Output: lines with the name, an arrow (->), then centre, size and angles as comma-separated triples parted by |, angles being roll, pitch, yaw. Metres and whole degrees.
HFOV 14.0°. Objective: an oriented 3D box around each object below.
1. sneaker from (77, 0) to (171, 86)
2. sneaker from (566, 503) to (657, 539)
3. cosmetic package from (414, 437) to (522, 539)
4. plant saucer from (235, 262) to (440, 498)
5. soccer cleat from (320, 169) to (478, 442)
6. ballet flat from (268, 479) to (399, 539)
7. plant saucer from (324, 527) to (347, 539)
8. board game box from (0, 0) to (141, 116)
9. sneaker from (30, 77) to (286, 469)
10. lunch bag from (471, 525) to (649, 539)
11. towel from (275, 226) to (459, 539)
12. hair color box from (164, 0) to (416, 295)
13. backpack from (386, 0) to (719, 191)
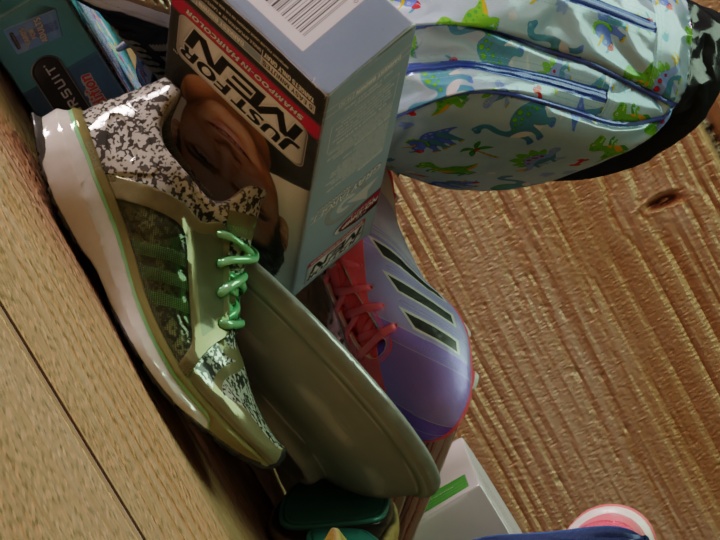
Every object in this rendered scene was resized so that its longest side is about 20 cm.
sneaker -> -0.105, -0.123, 1.486 | 0.200, 0.108, 0.070 | 1, 56, -52
sneaker -> 0.108, 0.226, 1.727 | 0.073, 0.201, 0.087 | 27, -1, 7
cosmetic package -> 0.044, 0.173, 1.760 | 0.085, 0.107, 0.200 | 58, 0, -5
plant saucer -> -0.045, 0.054, 1.478 | 0.200, 0.050, 0.200 | 43, -10, 9
soccer cleat -> 0.000, 0.000, 1.495 | 0.076, 0.067, 0.201 | 26, 36, -46
ballet flat -> -0.013, 0.151, 1.476 | 0.200, 0.068, 0.063 | -91, 180, -81
plant saucer -> 0.023, 0.225, 1.246 | 0.201, 0.048, 0.200 | 61, 1, -9
board game box -> -0.162, -0.127, 1.553 | 0.151, 0.047, 0.200 | 59, 2, -35
sneaker -> -0.075, -0.003, 1.367 | 0.201, 0.088, 0.077 | 61, 2, -2
lunch bag -> 0.117, 0.255, 1.606 | 0.132, 0.135, 0.201 | -116, -159, -68
towel -> -0.005, 0.064, 1.630 | 0.200, 0.032, 0.192 | -116, -144, -46
hair color box -> -0.039, -0.079, 1.385 | 0.099, 0.061, 0.200 | 43, -23, 15
backpack -> 0.061, -0.108, 1.486 | 0.200, 0.163, 0.154 | 34, 60, -35
